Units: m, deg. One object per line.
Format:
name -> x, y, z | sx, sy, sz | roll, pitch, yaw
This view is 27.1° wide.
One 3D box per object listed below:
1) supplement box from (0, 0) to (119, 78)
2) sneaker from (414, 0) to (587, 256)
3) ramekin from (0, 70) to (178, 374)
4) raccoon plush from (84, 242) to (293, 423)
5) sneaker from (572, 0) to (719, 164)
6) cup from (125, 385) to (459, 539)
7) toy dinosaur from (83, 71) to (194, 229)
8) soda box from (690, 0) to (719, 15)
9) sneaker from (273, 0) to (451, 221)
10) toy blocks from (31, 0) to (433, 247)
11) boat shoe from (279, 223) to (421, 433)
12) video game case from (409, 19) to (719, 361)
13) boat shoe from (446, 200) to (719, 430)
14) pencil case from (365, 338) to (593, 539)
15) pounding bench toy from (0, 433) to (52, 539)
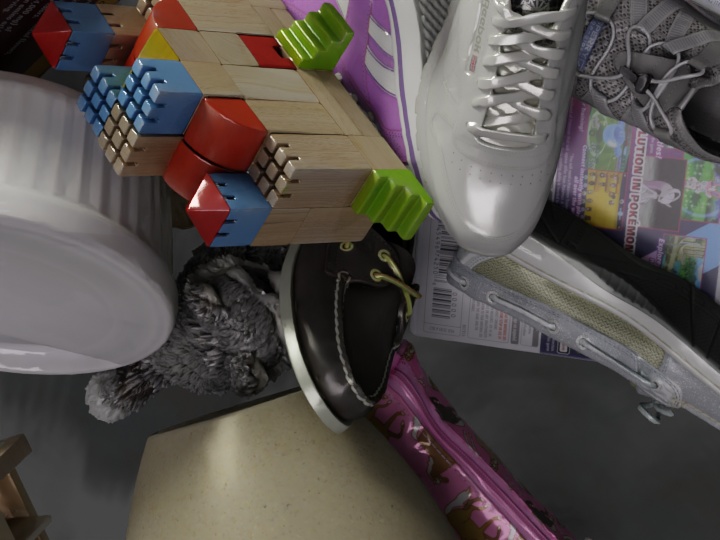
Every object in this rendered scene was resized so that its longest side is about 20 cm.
supplement box -> -0.249, -0.170, 0.792 | 0.197, 0.200, 0.133 | -38, 79, 22
sneaker -> 0.072, -0.105, 0.714 | 0.076, 0.081, 0.201 | 6, 97, -7
ramekin -> -0.191, -0.024, 0.789 | 0.201, 0.203, 0.095 | -4, 63, 16
raccoon plush -> -0.099, 0.059, 0.877 | 0.097, 0.134, 0.200 | 40, 113, -2
sneaker -> 0.157, -0.104, 0.762 | 0.199, 0.082, 0.075 | 21, 111, 7
cup -> -0.046, 0.142, 0.800 | 0.199, 0.200, 0.144 | -18, 87, 19
toy dinosaur -> -0.106, -0.072, 0.873 | 0.199, 0.058, 0.102 | 2, 110, 39
soda box -> 0.147, -0.193, 0.768 | 0.199, 0.063, 0.068 | 28, 113, 5
sneaker -> 0.003, -0.115, 0.817 | 0.114, 0.073, 0.202 | -17, 82, 34
toy blocks -> -0.074, -0.083, 0.743 | 0.200, 0.136, 0.100 | 55, 128, 28
boat shoe -> 0.000, 0.000, 0.802 | 0.060, 0.202, 0.072 | -22, 127, 18
video game case -> 0.123, -0.047, 0.846 | 0.181, 0.023, 0.201 | 8, 108, 12
boat shoe -> 0.141, 0.032, 0.818 | 0.201, 0.074, 0.065 | 33, 118, 7
pencil case -> 0.060, 0.135, 0.889 | 0.086, 0.083, 0.200 | -43, 93, 17
pounding bench toy -> -0.296, 0.227, 0.990 | 0.199, 0.124, 0.157 | -18, 103, 20
